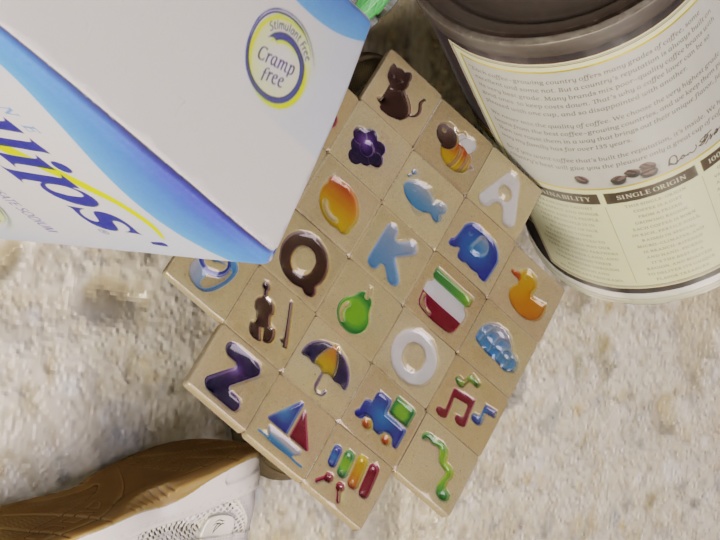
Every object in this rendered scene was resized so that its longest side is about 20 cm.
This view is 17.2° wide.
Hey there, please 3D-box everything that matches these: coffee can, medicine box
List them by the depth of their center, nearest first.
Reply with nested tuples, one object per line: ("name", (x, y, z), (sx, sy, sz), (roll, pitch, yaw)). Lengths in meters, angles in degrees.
("medicine box", (-0.133, -0.093, 0.812), (0.182, 0.200, 0.103), (40, 65, -44))
("coffee can", (0.120, -0.098, 1.121), (0.147, 0.146, 0.200), (-61, 145, -25))

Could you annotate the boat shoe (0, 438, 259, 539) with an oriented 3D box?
("boat shoe", (-0.109, 0.125, 0.967), (0.200, 0.071, 0.070), (-17, 106, -48))

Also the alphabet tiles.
("alphabet tiles", (0.006, 0.005, 1.037), (0.166, 0.006, 0.200), (41, 56, -17))

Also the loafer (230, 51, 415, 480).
("loafer", (0.000, 0.000, 1.081), (0.076, 0.067, 0.201), (18, 81, -49))

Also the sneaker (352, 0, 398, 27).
("sneaker", (-0.018, -0.185, 1.041), (0.085, 0.078, 0.201), (22, 67, -39))
